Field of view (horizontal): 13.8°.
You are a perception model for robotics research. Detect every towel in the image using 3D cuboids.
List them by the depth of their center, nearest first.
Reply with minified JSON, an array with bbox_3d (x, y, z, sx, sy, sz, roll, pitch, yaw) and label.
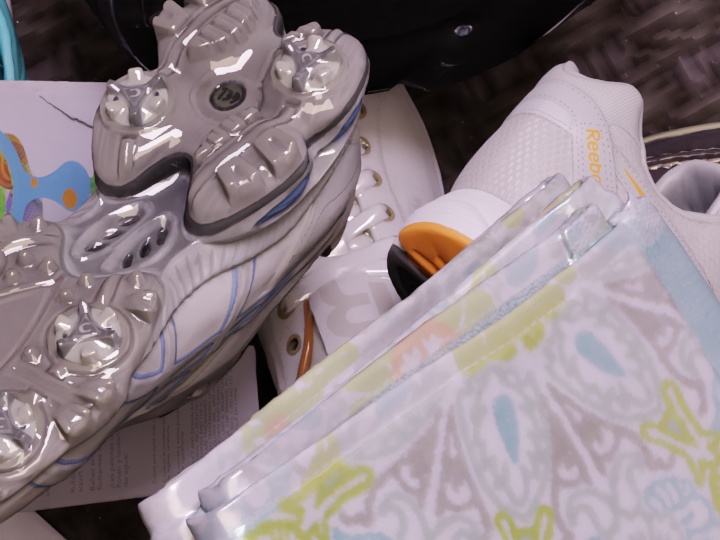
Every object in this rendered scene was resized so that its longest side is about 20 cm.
[{"bbox_3d":[0.054,0.096,0.745,0.171,0.048,0.201,-36,97,-35],"label":"towel"}]

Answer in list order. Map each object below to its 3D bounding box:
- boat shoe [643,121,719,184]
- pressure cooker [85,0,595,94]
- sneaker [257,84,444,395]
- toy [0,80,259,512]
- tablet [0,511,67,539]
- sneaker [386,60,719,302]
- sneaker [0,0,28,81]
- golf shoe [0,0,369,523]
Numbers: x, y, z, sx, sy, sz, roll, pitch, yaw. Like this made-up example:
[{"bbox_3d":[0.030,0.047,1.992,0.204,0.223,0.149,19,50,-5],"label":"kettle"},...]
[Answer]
[{"bbox_3d":[0.161,-0.014,0.911,0.199,0.065,0.074,0,85,-8],"label":"boat shoe"},{"bbox_3d":[-0.017,-0.168,0.833,0.178,0.176,0.201,-15,61,-2],"label":"pressure cooker"},{"bbox_3d":[0.000,0.000,0.880,0.072,0.085,0.201,-17,86,-7],"label":"sneaker"},{"bbox_3d":[-0.109,0.008,0.800,0.199,0.047,0.116,-3,91,-45],"label":"toy"},{"bbox_3d":[-0.178,0.086,0.883,0.200,0.014,0.130,42,81,-2],"label":"tablet"},{"bbox_3d":[0.095,0.023,0.865,0.092,0.076,0.200,-54,129,-19],"label":"sneaker"},{"bbox_3d":[-0.121,-0.030,0.868,0.077,0.080,0.201,-20,89,-10],"label":"sneaker"},{"bbox_3d":[-0.067,0.022,0.760,0.078,0.097,0.200,35,66,30],"label":"golf shoe"}]
